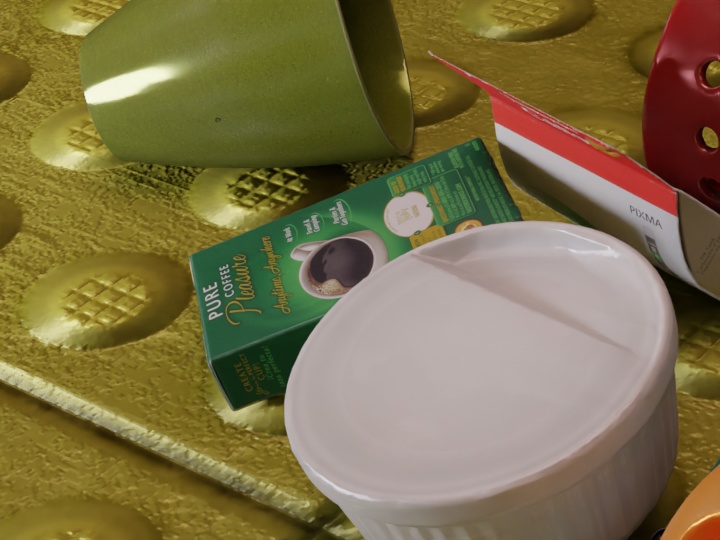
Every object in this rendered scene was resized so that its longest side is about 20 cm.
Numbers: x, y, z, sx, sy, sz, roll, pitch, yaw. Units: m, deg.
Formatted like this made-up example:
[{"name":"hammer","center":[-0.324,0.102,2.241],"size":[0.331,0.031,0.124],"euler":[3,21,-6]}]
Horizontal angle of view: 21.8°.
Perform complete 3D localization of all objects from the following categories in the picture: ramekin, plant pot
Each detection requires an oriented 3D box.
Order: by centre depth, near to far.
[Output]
[{"name":"ramekin","center":[0.070,0.073,0.950],"size":[0.201,0.094,0.203],"euler":[-15,37,12]},{"name":"plant pot","center":[0.296,-0.102,1.133],"size":[0.200,0.201,0.182],"euler":[-30,47,-33]},{"name":"plant pot","center":[-0.085,-0.145,1.297],"size":[0.199,0.188,0.187],"euler":[-15,31,13]}]

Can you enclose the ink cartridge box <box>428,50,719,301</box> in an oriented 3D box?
[{"name":"ink cartridge box","center":[0.137,-0.048,1.097],"size":[0.200,0.050,0.161],"euler":[23,7,-46]}]

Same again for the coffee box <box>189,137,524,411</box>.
[{"name":"coffee box","center":[0.000,0.000,1.113],"size":[0.199,0.044,0.123],"euler":[-23,34,1]}]

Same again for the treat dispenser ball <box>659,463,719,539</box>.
[{"name":"treat dispenser ball","center":[0.208,0.153,0.739],"size":[0.200,0.202,0.201],"euler":[-4,33,3]}]

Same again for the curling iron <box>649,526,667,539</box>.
[{"name":"curling iron","center":[0.125,0.115,0.973],"size":[0.049,0.026,0.200],"euler":[-22,37,-12]}]

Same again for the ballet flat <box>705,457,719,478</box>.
[{"name":"ballet flat","center":[0.153,0.152,0.860],"size":[0.200,0.064,0.067],"euler":[-47,26,-2]}]
